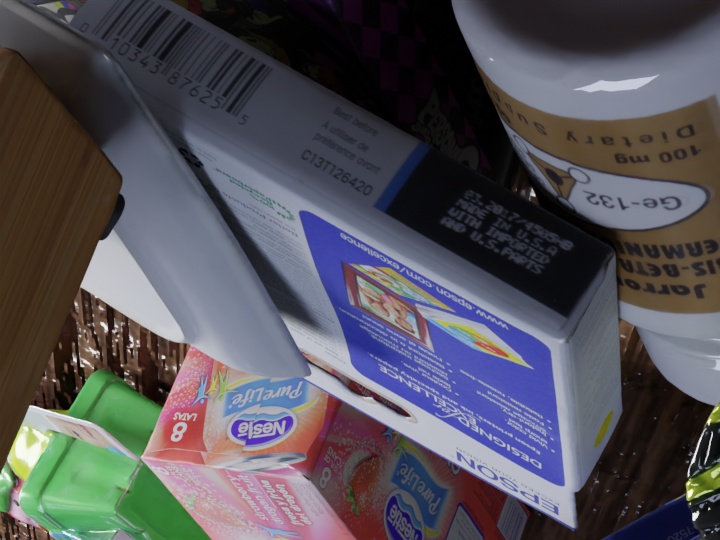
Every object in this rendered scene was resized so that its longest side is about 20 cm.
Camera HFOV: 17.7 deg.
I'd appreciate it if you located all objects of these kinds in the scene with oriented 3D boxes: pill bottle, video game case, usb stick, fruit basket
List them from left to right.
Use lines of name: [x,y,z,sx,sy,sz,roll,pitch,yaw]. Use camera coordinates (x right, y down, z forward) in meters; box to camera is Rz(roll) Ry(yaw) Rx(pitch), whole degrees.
fruit basket: [-0.147,0.125,1.251,0.200,0.094,0.185,-1,144,42]
video game case: [-0.039,-0.058,0.870,0.181,0.036,0.200,11,145,38]
usb stick: [0.038,-0.068,0.845,0.055,0.033,0.200,17,151,3]
pill bottle: [0.110,-0.044,0.747,0.114,0.114,0.200,7,148,28]

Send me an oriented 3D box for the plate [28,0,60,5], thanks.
plate: [-0.139,-0.175,0.754,0.199,0.032,0.200,-3,130,44]

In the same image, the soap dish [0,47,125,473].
soap dish: [-0.157,0.031,0.720,0.081,0.200,0.157,27,170,-25]

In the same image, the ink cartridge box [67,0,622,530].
ink cartridge box: [0.000,0.000,0.815,0.197,0.047,0.200,29,165,17]

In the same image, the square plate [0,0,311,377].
square plate: [-0.123,-0.046,0.816,0.198,0.028,0.200,29,161,33]

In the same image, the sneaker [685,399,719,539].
sneaker: [0.167,0.003,0.705,0.075,0.076,0.200,39,114,19]

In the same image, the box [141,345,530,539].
box: [-0.007,0.104,1.101,0.095,0.103,0.200,4,148,30]

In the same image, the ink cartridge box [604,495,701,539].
ink cartridge box: [0.149,0.111,0.911,0.047,0.197,0.200,56,163,28]
